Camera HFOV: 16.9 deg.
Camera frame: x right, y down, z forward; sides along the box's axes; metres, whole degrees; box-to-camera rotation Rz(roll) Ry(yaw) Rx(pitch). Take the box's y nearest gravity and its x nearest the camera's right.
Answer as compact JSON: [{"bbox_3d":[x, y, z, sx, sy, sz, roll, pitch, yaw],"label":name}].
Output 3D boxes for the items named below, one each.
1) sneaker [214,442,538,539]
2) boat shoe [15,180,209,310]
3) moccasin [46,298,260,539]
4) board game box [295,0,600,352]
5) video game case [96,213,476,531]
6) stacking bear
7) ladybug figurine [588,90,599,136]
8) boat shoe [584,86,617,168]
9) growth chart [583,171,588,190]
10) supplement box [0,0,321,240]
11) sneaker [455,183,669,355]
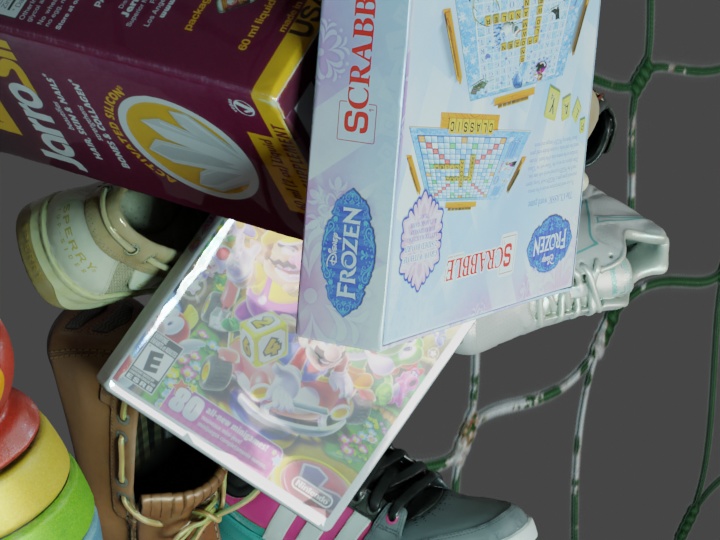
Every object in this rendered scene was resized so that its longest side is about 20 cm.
[{"bbox_3d":[-0.006,0.096,1.252,0.084,0.199,0.122,-33,116,-56],"label":"sneaker"},{"bbox_3d":[-0.081,-0.027,1.155,0.200,0.063,0.074,-10,79,-58],"label":"boat shoe"},{"bbox_3d":[-0.096,0.099,1.207,0.074,0.077,0.203,-41,137,-40],"label":"moccasin"},{"bbox_3d":[0.043,-0.080,0.992,0.200,0.041,0.201,-12,109,-62],"label":"board game box"},{"bbox_3d":[-0.011,0.006,1.131,0.143,0.018,0.201,36,89,-28],"label":"video game case"},{"bbox_3d":[-0.172,0.097,1.061,0.121,0.113,0.201,-27,119,-25],"label":"stacking bear"},{"bbox_3d":[0.033,-0.086,1.201,0.199,0.135,0.072,20,80,-39],"label":"ladybug figurine"},{"bbox_3d":[0.112,-0.081,1.411,0.074,0.063,0.201,-43,171,5],"label":"boat shoe"},{"bbox_3d":[0.063,-0.005,1.331,0.144,0.018,0.200,-36,180,25],"label":"growth chart"},{"bbox_3d":[-0.080,-0.092,1.020,0.086,0.199,0.111,-60,147,-23],"label":"supplement box"},{"bbox_3d":[0.122,0.000,1.500,0.200,0.080,0.071,-32,132,-45],"label":"sneaker"}]
